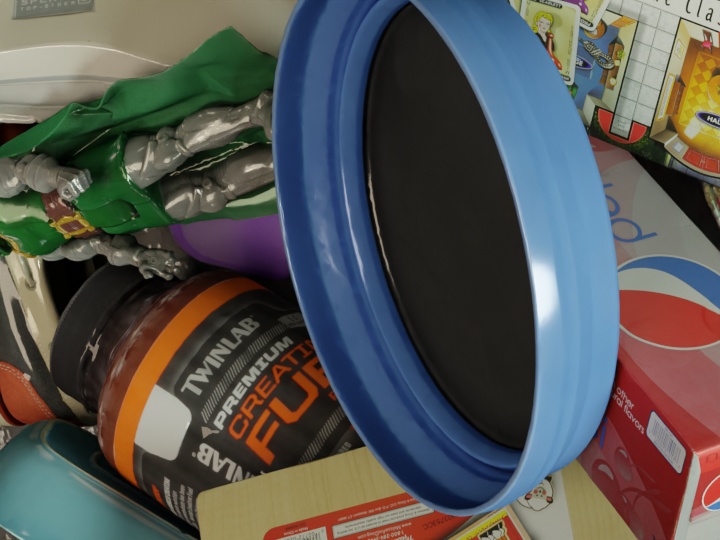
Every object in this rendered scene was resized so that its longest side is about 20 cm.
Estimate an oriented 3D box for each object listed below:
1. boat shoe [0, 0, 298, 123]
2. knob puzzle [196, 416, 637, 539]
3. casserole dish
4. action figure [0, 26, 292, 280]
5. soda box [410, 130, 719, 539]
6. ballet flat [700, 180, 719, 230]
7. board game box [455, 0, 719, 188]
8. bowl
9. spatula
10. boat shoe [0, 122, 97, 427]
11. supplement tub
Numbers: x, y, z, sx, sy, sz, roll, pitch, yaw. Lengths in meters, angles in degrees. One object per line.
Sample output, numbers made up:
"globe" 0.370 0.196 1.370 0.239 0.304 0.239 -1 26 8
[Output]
"boat shoe" -0.102 -0.093 0.970 0.199 0.069 0.072 -7 63 8
"knob puzzle" 0.034 0.159 0.852 0.219 0.030 0.220 -8 67 20
"casserole dish" -0.088 0.123 1.015 0.200 0.121 0.039 31 93 -4
"action figure" -0.102 -0.035 0.959 0.200 0.055 0.118 -15 138 31
"soda box" 0.091 0.014 0.825 0.200 0.070 0.064 53 150 41
"ballet flat" 0.172 0.024 0.823 0.069 0.071 0.200 -25 92 35
"board game box" 0.132 -0.077 0.765 0.200 0.023 0.105 23 121 20
"bowl" 0.028 -0.013 0.812 0.201 0.039 0.201 42 139 51
"spatula" 0.000 0.000 0.975 0.200 0.021 0.057 24 122 26
"boat shoe" -0.151 -0.022 1.048 0.062 0.071 0.201 -1 103 26
"supplement tub" -0.040 0.070 0.977 0.200 0.107 0.107 30 123 24
